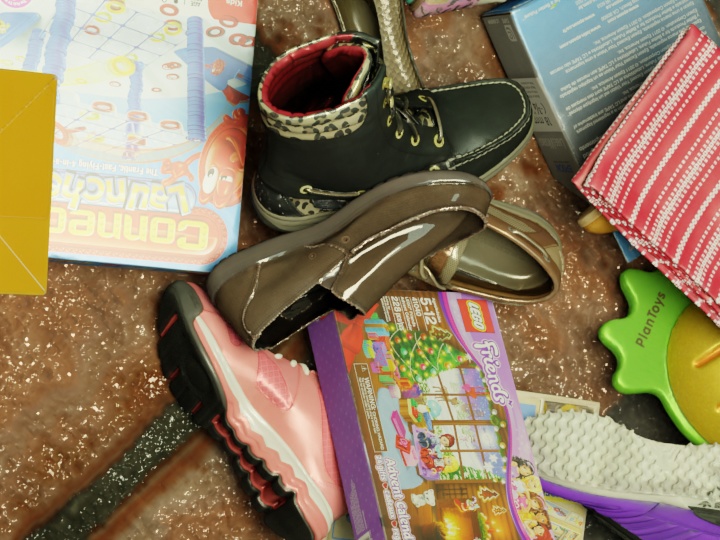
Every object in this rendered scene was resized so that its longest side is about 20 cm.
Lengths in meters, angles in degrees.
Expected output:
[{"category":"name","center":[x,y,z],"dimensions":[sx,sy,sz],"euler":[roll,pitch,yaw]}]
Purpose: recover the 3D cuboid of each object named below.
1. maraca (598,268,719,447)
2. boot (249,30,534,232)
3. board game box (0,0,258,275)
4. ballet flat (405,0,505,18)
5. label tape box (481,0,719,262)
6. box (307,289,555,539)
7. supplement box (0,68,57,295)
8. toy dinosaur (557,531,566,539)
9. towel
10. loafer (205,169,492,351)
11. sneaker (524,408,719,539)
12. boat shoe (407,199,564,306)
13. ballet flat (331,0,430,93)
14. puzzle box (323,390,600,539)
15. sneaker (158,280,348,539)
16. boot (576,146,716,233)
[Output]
[{"category":"maraca","center":[0.265,0.069,1.551],"dimensions":[0.200,0.107,0.137],"euler":[28,66,-10]},{"category":"boot","center":[0.024,-0.101,1.397],"dimensions":[0.203,0.154,0.074],"euler":[-19,66,-9]},{"category":"board game box","center":[-0.176,-0.102,1.438],"dimensions":[0.200,0.056,0.196],"euler":[5,87,-18]},{"category":"ballet flat","center":[0.104,-0.236,1.507],"dimensions":[0.071,0.069,0.200],"euler":[40,58,-15]},{"category":"label tape box","center":[0.195,-0.126,1.553],"dimensions":[0.144,0.063,0.200],"euler":[-28,101,-16]},{"category":"box","center":[0.047,0.109,1.455],"dimensions":[0.137,0.039,0.200],"euler":[3,61,-32]},{"category":"supplement box","center":[-0.319,-0.059,1.288],"dimensions":[0.197,0.200,0.133],"euler":[2,91,-37]},{"category":"toy dinosaur","center":[0.142,0.292,1.544],"dimensions":[0.101,0.058,0.200],"euler":[-34,107,-30]},{"category":"towel","center":[0.253,-0.050,1.459],"dimensions":[0.200,0.022,0.145],"euler":[41,77,-18]},{"category":"loafer","center":[0.000,0.000,1.415],"dimensions":[0.200,0.073,0.071],"euler":[-25,63,7]},{"category":"sneaker","center":[0.194,0.165,1.519],"dimensions":[0.200,0.100,0.070],"euler":[12,42,2]},{"category":"boat shoe","center":[0.053,-0.026,1.489],"dimensions":[0.200,0.072,0.076],"euler":[14,114,-13]},{"category":"ballet flat","center":[0.003,-0.167,1.494],"dimensions":[0.046,0.067,0.200],"euler":[-25,103,-23]},{"category":"puzzle box","center":[0.069,0.146,1.528],"dimensions":[0.200,0.025,0.133],"euler":[8,87,-18]},{"category":"sneaker","center":[-0.064,0.087,1.466],"dimensions":[0.087,0.074,0.200],"euler":[-32,89,-31]},{"category":"boot","center":[0.259,-0.024,1.501],"dimensions":[0.201,0.071,0.144],"euler":[-27,90,-25]}]
